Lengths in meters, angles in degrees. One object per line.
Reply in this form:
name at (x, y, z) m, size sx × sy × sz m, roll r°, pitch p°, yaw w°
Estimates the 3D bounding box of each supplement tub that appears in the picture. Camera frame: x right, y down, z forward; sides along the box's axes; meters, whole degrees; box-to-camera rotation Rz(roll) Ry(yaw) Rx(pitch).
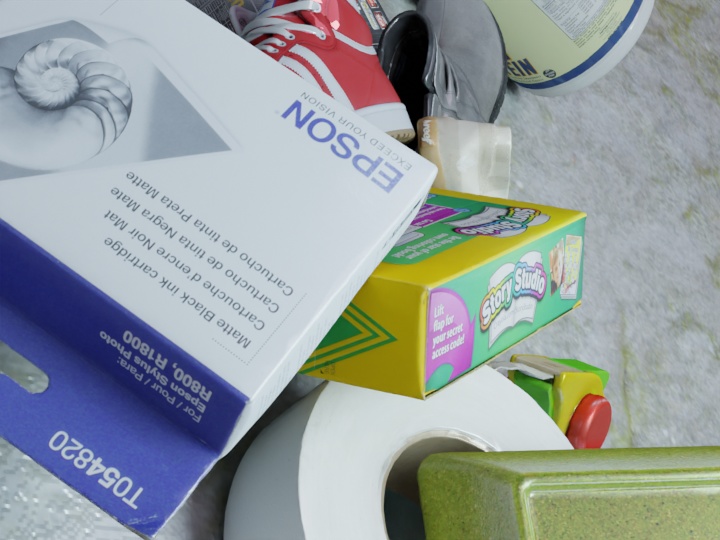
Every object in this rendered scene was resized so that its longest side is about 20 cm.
supplement tub at (0.120, -0.246, 1.178) m, size 0.200 × 0.145 × 0.146 m, roll 36°, pitch 37°, yaw -33°

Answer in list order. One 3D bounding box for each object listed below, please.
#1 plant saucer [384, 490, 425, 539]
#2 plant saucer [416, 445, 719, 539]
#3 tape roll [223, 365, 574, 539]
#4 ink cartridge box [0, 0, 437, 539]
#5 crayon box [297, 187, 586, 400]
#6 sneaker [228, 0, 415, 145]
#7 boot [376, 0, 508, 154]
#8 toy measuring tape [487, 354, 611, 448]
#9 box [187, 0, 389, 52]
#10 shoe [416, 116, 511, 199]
plant saucer at (0.088, 0.169, 0.864) m, size 0.201 × 0.039 × 0.202 m, roll 36°, pitch 36°, yaw -32°
plant saucer at (0.137, 0.162, 0.670) m, size 0.198 × 0.048 × 0.201 m, roll 0°, pitch 59°, yaw -13°
tape roll at (0.033, 0.139, 0.741) m, size 0.202 × 0.071 × 0.203 m, roll 21°, pitch 50°, yaw -28°
ink cartridge box at (-0.100, -0.025, 0.612) m, size 0.199 × 0.041 × 0.200 m, roll 34°, pitch 57°, yaw 8°
crayon box at (0.000, 0.000, 0.761) m, size 0.200 × 0.172 × 0.059 m, roll -22°, pitch 120°, yaw -59°
sneaker at (-0.051, -0.107, 0.789) m, size 0.200 × 0.071 × 0.113 m, roll -12°, pitch 80°, yaw -59°
boot at (0.050, -0.131, 0.977) m, size 0.132 × 0.069 × 0.201 m, roll 56°, pitch 30°, yaw -58°
toy measuring tape at (0.103, 0.089, 0.921) m, size 0.200 × 0.073 × 0.074 m, roll 8°, pitch 56°, yaw -59°
box at (-0.073, -0.216, 0.966) m, size 0.158 × 0.048 × 0.201 m, roll -17°, pitch 77°, yaw -60°
shoe at (0.074, -0.021, 0.918) m, size 0.200 × 0.053 × 0.070 m, roll 73°, pitch 7°, yaw -55°
